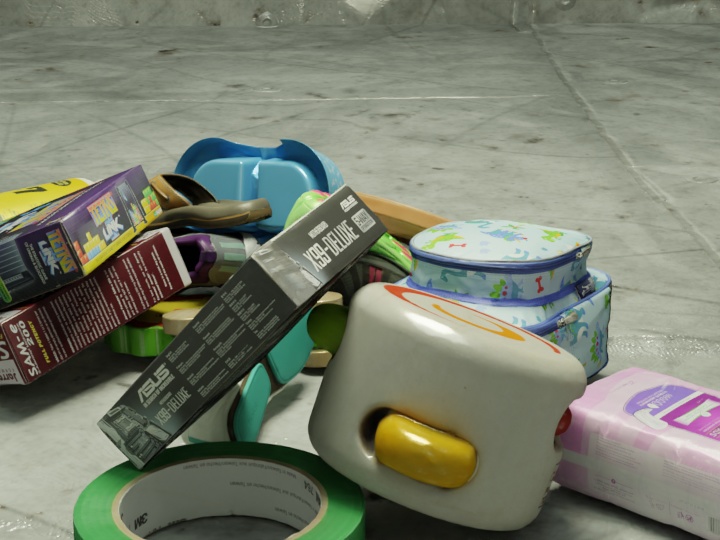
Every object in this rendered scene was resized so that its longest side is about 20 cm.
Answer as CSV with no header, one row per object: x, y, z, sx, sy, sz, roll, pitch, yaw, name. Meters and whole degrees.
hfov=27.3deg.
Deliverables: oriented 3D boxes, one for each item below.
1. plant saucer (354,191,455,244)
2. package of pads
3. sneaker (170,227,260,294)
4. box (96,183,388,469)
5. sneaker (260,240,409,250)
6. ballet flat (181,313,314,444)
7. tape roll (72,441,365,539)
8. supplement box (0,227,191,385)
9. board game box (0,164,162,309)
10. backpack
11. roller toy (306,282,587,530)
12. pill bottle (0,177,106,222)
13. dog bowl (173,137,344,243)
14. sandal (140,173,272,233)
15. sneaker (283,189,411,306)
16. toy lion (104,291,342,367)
0.061,-0.037,1.575,0.199,0.033,0.200,20,-4,1,plant saucer
0.245,0.137,1.097,0.199,0.076,0.120,16,27,40,package of pads
-0.193,-0.014,1.473,0.199,0.075,0.087,-8,-10,41,sneaker
-0.084,0.040,1.066,0.050,0.200,0.158,46,32,2,box
-0.046,0.008,1.500,0.200,0.068,0.108,6,20,27,sneaker
-0.097,0.084,1.245,0.069,0.070,0.200,6,32,17,ballet flat
-0.095,0.179,1.013,0.198,0.049,0.201,0,19,0,tape roll
-0.261,0.033,1.329,0.108,0.061,0.200,-9,19,45,supplement box
-0.289,-0.022,1.337,0.164,0.057,0.200,-21,12,17,board game box
0.105,0.039,1.281,0.182,0.148,0.200,9,23,32,backpack
0.060,0.102,1.059,0.181,0.141,0.200,16,7,-34,roller toy
-0.323,-0.034,1.546,0.199,0.115,0.114,-16,24,-41,pill bottle
-0.101,-0.077,1.506,0.199,0.113,0.049,4,3,32,dog bowl
-0.181,-0.070,1.477,0.198,0.055,0.082,0,12,30,sandal
0.000,0.000,1.422,0.199,0.084,0.077,35,10,-27,sneaker
-0.135,0.051,1.392,0.198,0.069,0.191,-8,12,-22,toy lion
